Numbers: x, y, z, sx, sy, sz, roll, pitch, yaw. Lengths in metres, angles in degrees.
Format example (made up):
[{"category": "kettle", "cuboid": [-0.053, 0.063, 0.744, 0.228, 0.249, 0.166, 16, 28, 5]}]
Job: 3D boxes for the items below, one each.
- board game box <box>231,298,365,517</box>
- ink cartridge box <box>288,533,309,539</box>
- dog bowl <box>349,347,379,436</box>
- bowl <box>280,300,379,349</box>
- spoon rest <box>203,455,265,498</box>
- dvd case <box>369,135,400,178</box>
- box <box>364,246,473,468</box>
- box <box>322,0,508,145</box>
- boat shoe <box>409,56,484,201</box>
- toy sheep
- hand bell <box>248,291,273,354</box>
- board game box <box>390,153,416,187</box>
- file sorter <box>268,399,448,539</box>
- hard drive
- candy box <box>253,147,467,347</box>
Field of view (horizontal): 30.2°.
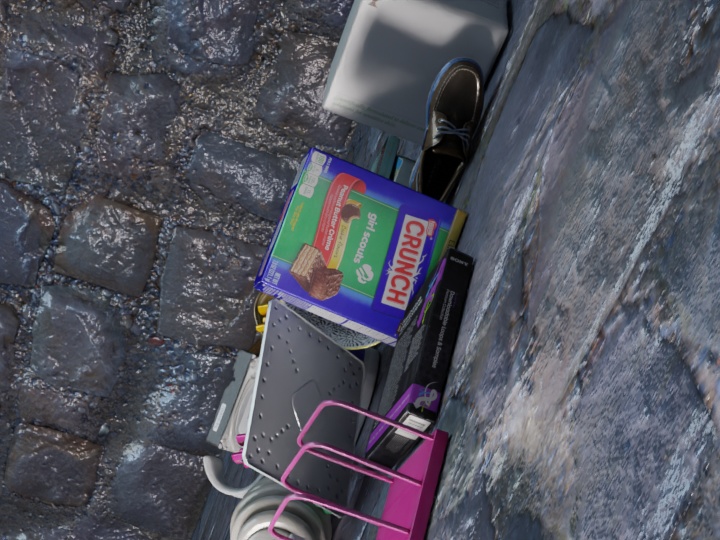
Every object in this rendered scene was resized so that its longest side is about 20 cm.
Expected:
[{"category": "board game box", "cuboid": [-0.069, 0.164, 1.569, 0.026, 0.200, 0.202, -10, 58, 32]}, {"category": "ink cartridge box", "cuboid": [-0.070, 0.391, 1.339, 0.145, 0.084, 0.202, -106, 38, -80]}, {"category": "dog bowl", "cuboid": [-0.046, 0.188, 1.804, 0.200, 0.078, 0.202, -159, 90, -84]}, {"category": "bowl", "cuboid": [0.000, 0.000, 1.703, 0.202, 0.199, 0.094, -68, -18, 4]}, {"category": "spoon rest", "cuboid": [-0.107, 0.250, 1.691, 0.099, 0.198, 0.061, 30, -129, -56]}, {"category": "dvd case", "cuboid": [0.006, -0.086, 1.938, 0.200, 0.022, 0.147, 119, 169, -61]}, {"category": "box", "cuboid": [0.062, 0.094, 1.401, 0.143, 0.036, 0.201, 122, 165, -57]}, {"category": "box", "cuboid": [0.075, -0.302, 1.809, 0.172, 0.197, 0.201, -81, 12, -61]}, {"category": "boat shoe", "cuboid": [0.113, -0.164, 1.672, 0.073, 0.071, 0.202, -97, 18, -67]}, {"category": "toy sheep", "cuboid": [-0.096, 0.320, 1.611, 0.200, 0.137, 0.139, -91, 23, -70]}, {"category": "hand bell", "cuboid": [-0.129, 0.101, 1.931, 0.200, 0.103, 0.105, 128, 162, -59]}, {"category": "board game box", "cuboid": [0.044, -0.061, 1.916, 0.148, 0.064, 0.202, -118, 50, -80]}, {"category": "file sorter", "cuboid": [-0.019, 0.239, 1.214, 0.139, 0.124, 0.201, 121, 168, -58]}, {"category": "hard drive", "cuboid": [-0.117, 0.206, 1.908, 0.038, 0.199, 0.141, 16, 83, 45]}, {"category": "candy box", "cuboid": [0.000, -0.022, 1.543, 0.077, 0.198, 0.171, 160, 131, -77]}]
